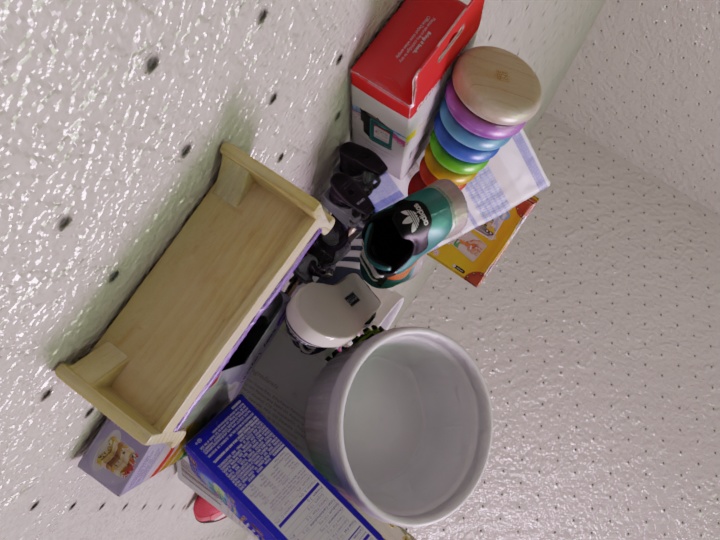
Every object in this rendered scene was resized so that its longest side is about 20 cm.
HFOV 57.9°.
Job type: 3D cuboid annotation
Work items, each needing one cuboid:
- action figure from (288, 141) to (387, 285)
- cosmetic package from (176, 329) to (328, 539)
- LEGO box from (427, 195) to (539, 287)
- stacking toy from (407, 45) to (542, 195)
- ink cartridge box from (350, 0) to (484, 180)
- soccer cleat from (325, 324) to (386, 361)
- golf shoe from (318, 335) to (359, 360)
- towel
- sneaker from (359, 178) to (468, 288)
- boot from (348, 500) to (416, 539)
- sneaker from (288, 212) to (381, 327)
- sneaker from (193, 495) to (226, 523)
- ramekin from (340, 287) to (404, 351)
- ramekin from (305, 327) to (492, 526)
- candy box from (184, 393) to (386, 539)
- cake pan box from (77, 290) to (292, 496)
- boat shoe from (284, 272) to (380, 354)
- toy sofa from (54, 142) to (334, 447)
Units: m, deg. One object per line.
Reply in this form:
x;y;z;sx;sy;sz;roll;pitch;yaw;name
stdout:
-0.024;-0.044;0.725;0.130;0.069;0.200;-54;173;-31;action figure
-0.114;0.218;0.853;0.200;0.165;0.165;-50;169;-32;cosmetic package
0.136;-0.095;0.964;0.149;0.200;0.077;-59;170;19;LEGO box
0.095;-0.122;0.651;0.085;0.085;0.200;-50;175;-34;stacking toy
0.049;-0.183;0.620;0.116;0.067;0.200;-55;171;-13;ink cartridge box
0.001;0.136;0.893;0.065;0.084;0.200;-37;178;-37;soccer cleat
-0.025;0.056;0.971;0.200;0.091;0.075;-60;-178;21;golf shoe
0.110;-0.107;0.768;0.200;0.147;0.024;-29;-146;17;towel
0.028;-0.026;0.660;0.080;0.071;0.200;-24;168;-27;sneaker
0.021;0.285;0.780;0.200;0.155;0.072;-52;169;-24;boot
0.000;0.000;0.870;0.200;0.108;0.070;-52;171;-25;sneaker
-0.223;0.335;1.066;0.200;0.074;0.087;-46;133;15;sneaker
-0.023;0.101;1.119;0.200;0.105;0.200;-54;170;-14;ramekin
0.034;0.165;0.708;0.200;0.200;0.105;-51;-162;-29;ramekin
-0.079;0.233;0.651;0.077;0.200;0.169;-42;171;-24;candy box
-0.148;0.092;0.611;0.200;0.052;0.184;-57;174;2;cake pan box
-0.047;0.062;0.700;0.093;0.075;0.200;-42;171;18;boat shoe
-0.107;0.020;0.465;0.200;0.083;0.098;-55;170;-7;toy sofa
